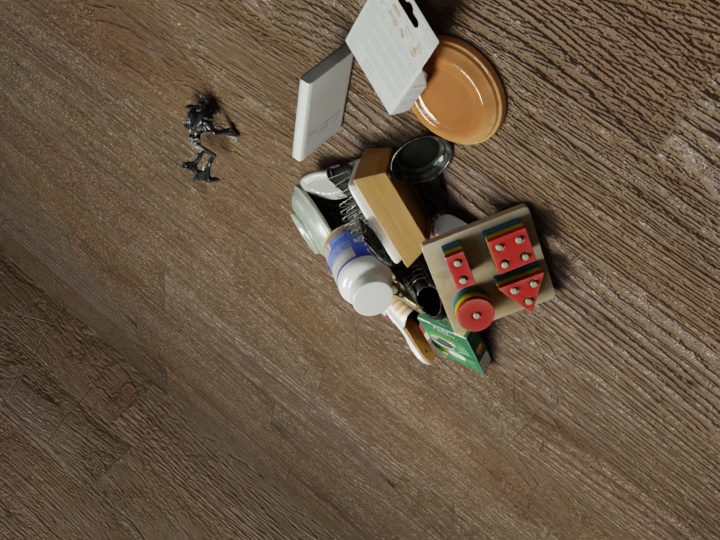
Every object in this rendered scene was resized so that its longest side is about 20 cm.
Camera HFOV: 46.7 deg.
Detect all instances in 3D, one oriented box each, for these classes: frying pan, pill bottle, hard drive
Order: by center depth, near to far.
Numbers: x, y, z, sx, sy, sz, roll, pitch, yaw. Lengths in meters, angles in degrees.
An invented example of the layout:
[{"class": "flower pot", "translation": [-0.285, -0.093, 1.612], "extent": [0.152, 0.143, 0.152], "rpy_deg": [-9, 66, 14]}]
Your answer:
[{"class": "frying pan", "translation": [0.134, -0.191, 1.521], "extent": [0.115, 0.031, 0.190], "rpy_deg": [-39, 139, 27]}, {"class": "hard drive", "translation": [-0.070, -0.307, 1.539], "extent": [0.026, 0.132, 0.200], "rpy_deg": [36, 148, 15]}, {"class": "pill bottle", "translation": [0.000, 0.000, 1.678], "extent": [0.200, 0.112, 0.112], "rpy_deg": [-116, 7, -52]}]

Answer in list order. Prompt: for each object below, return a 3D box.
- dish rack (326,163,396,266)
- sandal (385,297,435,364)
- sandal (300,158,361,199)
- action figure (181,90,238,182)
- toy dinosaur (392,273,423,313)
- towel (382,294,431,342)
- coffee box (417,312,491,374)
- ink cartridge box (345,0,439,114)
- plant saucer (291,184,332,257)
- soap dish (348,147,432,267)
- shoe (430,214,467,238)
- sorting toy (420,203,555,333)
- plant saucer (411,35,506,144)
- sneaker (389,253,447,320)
[{"class": "dish rack", "translation": [0.008, -0.100, 1.609], "extent": [0.054, 0.200, 0.153], "rpy_deg": [-26, 147, 21]}, {"class": "sandal", "translation": [0.116, 0.106, 1.824], "extent": [0.059, 0.079, 0.207], "rpy_deg": [-41, 75, 28]}, {"class": "sandal", "translation": [-0.035, -0.194, 1.720], "extent": [0.202, 0.050, 0.082], "rpy_deg": [-8, 137, 38]}, {"class": "action figure", "translation": [-0.351, -0.310, 1.906], "extent": [0.119, 0.102, 0.200], "rpy_deg": [31, 121, 37]}, {"class": "toy dinosaur", "translation": [0.070, 0.035, 1.758], "extent": [0.101, 0.058, 0.200], "rpy_deg": [47, 179, -37]}, {"class": "towel", "translation": [0.098, 0.079, 1.907], "extent": [0.200, 0.023, 0.144], "rpy_deg": [38, 146, 8]}, {"class": "coffee box", "translation": [0.204, 0.146, 1.781], "extent": [0.123, 0.044, 0.200], "rpy_deg": [23, 163, 31]}, {"class": "ink cartridge box", "translation": [0.062, -0.372, 1.348], "extent": [0.163, 0.057, 0.200], "rpy_deg": [61, 146, 11]}, {"class": "plant saucer", "translation": [-0.105, -0.092, 1.835], "extent": [0.200, 0.050, 0.200], "rpy_deg": [56, 173, 10]}, {"class": "soap dish", "translation": [0.063, -0.127, 1.581], "extent": [0.081, 0.157, 0.200], "rpy_deg": [-25, 112, 20]}, {"class": "shoe", "translation": [0.220, -0.029, 1.597], "extent": [0.200, 0.072, 0.091], "rpy_deg": [34, 164, 6]}, {"class": "sorting toy", "translation": [0.236, 0.012, 1.490], "extent": [0.070, 0.200, 0.199], "rpy_deg": [-101, -12, -62]}, {"class": "plant saucer", "translation": [0.148, -0.293, 1.393], "extent": [0.200, 0.037, 0.200], "rpy_deg": [31, 146, 24]}, {"class": "sneaker", "translation": [0.109, 0.007, 1.633], "extent": [0.200, 0.075, 0.106], "rpy_deg": [53, -174, 10]}]
